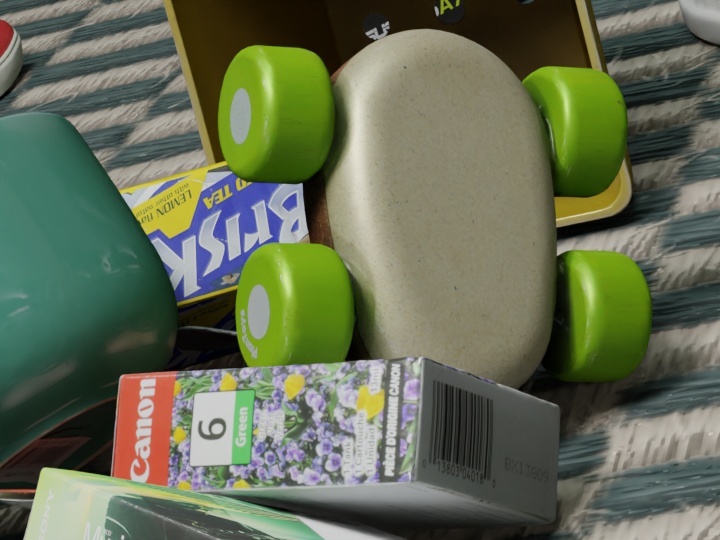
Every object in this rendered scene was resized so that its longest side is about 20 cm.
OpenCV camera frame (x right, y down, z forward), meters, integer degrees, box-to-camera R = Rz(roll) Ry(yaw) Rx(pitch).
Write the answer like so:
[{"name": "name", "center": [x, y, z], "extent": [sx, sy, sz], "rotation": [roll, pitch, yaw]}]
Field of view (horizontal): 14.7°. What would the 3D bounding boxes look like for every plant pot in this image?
[{"name": "plant pot", "center": [0.030, -0.120, 1.403], "extent": [0.200, 0.200, 0.176], "rotation": [-12, 9, 15]}]

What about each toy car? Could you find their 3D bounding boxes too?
[{"name": "toy car", "center": [0.000, 0.000, 1.183], "extent": [0.164, 0.158, 0.200], "rotation": [2, -17, -25]}]

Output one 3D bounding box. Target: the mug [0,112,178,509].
[{"name": "mug", "center": [-0.137, 0.021, 1.125], "extent": [0.185, 0.114, 0.152], "rotation": [-27, -15, -27]}]

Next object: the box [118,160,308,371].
[{"name": "box", "center": [-0.089, 0.003, 1.273], "extent": [0.200, 0.064, 0.070], "rotation": [-17, 63, -16]}]

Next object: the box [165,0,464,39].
[{"name": "box", "center": [0.008, -0.180, 1.755], "extent": [0.193, 0.048, 0.200], "rotation": [-27, 22, -29]}]

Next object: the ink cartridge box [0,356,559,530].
[{"name": "ink cartridge box", "center": [-0.036, 0.070, 1.070], "extent": [0.200, 0.050, 0.109], "rotation": [-4, -15, 32]}]

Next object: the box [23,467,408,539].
[{"name": "box", "center": [-0.003, 0.109, 0.932], "extent": [0.144, 0.036, 0.200], "rotation": [14, -2, -36]}]

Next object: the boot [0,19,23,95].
[{"name": "boot", "center": [-0.307, -0.161, 1.829], "extent": [0.072, 0.144, 0.200], "rotation": [-5, 23, 36]}]

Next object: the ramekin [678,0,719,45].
[{"name": "ramekin", "center": [0.263, -0.204, 1.533], "extent": [0.202, 0.094, 0.202], "rotation": [-16, 20, 6]}]
